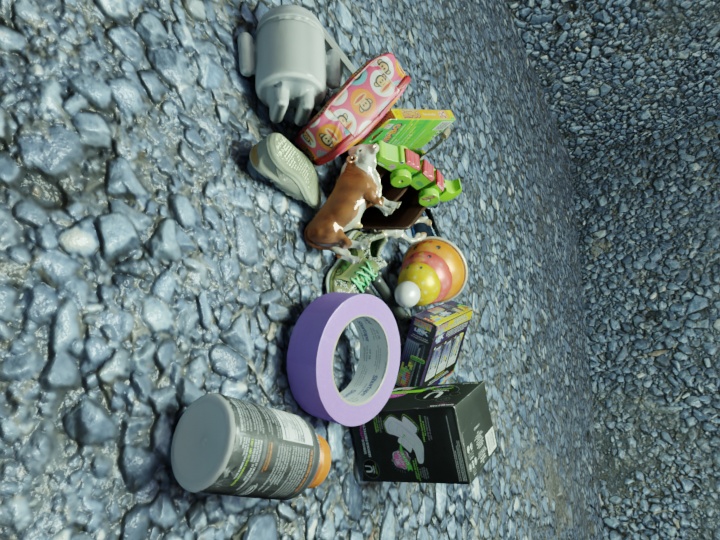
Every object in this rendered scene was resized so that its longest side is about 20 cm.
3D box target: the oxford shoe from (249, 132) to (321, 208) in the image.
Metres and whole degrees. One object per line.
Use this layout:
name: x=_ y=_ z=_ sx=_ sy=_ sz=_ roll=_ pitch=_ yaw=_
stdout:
oxford shoe: x=-0.114 y=-0.154 z=0.860 sx=0.200 sy=0.057 sz=0.076 roll=38 pitch=40 yaw=-66

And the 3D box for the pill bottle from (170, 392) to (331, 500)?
pill bottle: x=-0.120 y=0.222 z=0.660 sx=0.200 sy=0.106 sz=0.107 roll=35 pitch=51 yaw=-48

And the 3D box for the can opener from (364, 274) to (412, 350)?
can opener: x=0.059 y=0.079 z=1.067 sx=0.200 sy=0.053 sz=0.067 roll=55 pitch=6 yaw=-31

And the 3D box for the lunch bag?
lunch bag: x=-0.022 y=-0.268 z=0.915 sx=0.200 sy=0.176 sz=0.082 roll=-47 pitch=106 yaw=-14

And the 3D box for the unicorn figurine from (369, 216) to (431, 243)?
unicorn figurine: x=0.074 y=-0.107 z=1.099 sx=0.201 sy=0.136 sz=0.074 roll=-109 pitch=-154 yaw=-48

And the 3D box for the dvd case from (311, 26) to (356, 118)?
dvd case: x=-0.065 y=-0.365 z=1.038 sx=0.150 sy=0.025 sz=0.201 roll=40 pitch=46 yaw=-44

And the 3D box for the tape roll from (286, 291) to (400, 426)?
tape roll: x=-0.021 y=0.136 z=0.844 sx=0.199 sy=0.065 sz=0.202 roll=-1 pitch=91 yaw=-50

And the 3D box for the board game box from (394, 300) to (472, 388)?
board game box: x=0.149 y=0.158 z=1.093 sx=0.199 sy=0.056 sz=0.167 roll=-9 pitch=116 yaw=-59

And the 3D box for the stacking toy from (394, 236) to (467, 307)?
stacking toy: x=0.124 y=0.023 z=1.072 sx=0.200 sy=0.145 sz=0.147 roll=-36 pitch=110 yaw=-60

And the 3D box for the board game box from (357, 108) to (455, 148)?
board game box: x=0.079 y=-0.251 z=0.964 sx=0.199 sy=0.095 sz=0.030 roll=-20 pitch=80 yaw=-47

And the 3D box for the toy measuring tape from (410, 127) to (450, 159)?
toy measuring tape: x=0.102 y=-0.251 z=1.117 sx=0.073 sy=0.200 sz=0.074 roll=12 pitch=64 yaw=-27

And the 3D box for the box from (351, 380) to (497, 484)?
box: x=0.107 y=0.271 z=0.914 sx=0.148 sy=0.199 sz=0.125 roll=-11 pitch=89 yaw=-59

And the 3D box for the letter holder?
letter holder: x=0.059 y=-0.170 z=1.027 sx=0.200 sy=0.141 sz=0.101 roll=-57 pitch=145 yaw=-47

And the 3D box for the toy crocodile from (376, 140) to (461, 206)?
toy crocodile: x=0.103 y=-0.175 z=0.967 sx=0.199 sy=0.062 sz=0.068 roll=26 pitch=52 yaw=-35

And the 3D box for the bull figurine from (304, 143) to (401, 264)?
bull figurine: x=-0.008 y=-0.111 z=0.900 sx=0.121 sy=0.201 sz=0.065 roll=35 pitch=4 yaw=5

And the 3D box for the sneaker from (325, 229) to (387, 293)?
sneaker: x=0.000 y=0.000 z=0.948 sx=0.077 sy=0.088 sz=0.201 roll=48 pitch=43 yaw=-38

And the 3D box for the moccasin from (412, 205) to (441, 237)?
moccasin: x=0.152 y=-0.146 z=1.263 sx=0.080 sy=0.068 sz=0.202 roll=-24 pitch=100 yaw=-58

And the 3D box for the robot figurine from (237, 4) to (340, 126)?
robot figurine: x=-0.113 y=-0.337 z=0.868 sx=0.168 sy=0.113 sz=0.202 roll=5 pitch=73 yaw=-22
